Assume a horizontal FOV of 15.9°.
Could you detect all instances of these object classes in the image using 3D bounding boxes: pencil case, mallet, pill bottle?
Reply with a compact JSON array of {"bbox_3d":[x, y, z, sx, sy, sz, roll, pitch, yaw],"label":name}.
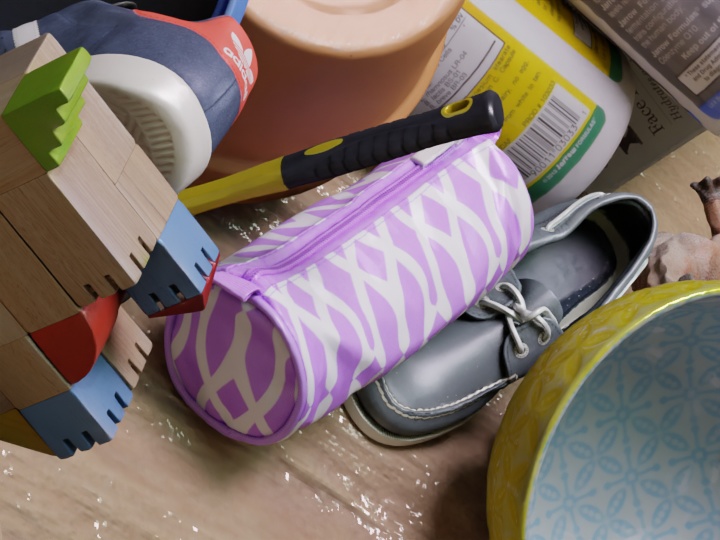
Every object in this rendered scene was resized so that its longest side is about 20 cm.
[{"bbox_3d":[0.000,0.000,1.125,0.084,0.086,0.200,31,41,19],"label":"pencil case"},{"bbox_3d":[-0.038,-0.031,1.043,0.041,0.200,0.066,60,31,-34],"label":"mallet"},{"bbox_3d":[0.032,-0.118,1.280,0.200,0.113,0.113,36,37,-26],"label":"pill bottle"},{"bbox_3d":[0.145,-0.171,1.281,0.200,0.114,0.114,42,34,-3],"label":"pill bottle"}]

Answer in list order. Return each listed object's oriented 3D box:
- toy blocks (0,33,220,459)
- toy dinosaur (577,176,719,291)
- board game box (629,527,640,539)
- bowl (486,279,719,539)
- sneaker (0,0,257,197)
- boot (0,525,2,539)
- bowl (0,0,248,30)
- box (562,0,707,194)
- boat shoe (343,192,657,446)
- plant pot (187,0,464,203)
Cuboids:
[{"bbox_3d":[-0.132,0.009,0.900,0.137,0.200,0.100,52,33,-25],"label":"toy blocks"},{"bbox_3d":[0.170,0.029,1.358,0.200,0.086,0.136,35,45,-55],"label":"toy dinosaur"},{"bbox_3d":[0.178,0.183,1.273,0.105,0.023,0.200,3,58,-48],"label":"board game box"},{"bbox_3d":[0.131,0.091,1.195,0.200,0.200,0.108,30,-1,-32],"label":"bowl"},{"bbox_3d":[-0.126,-0.064,0.963,0.085,0.200,0.075,-50,134,-45],"label":"sneaker"},{"bbox_3d":[-0.176,0.128,0.841,0.200,0.077,0.155,56,36,-10],"label":"boot"},{"bbox_3d":[-0.134,-0.137,1.017,0.201,0.200,0.039,58,13,7],"label":"bowl"},{"bbox_3d":[0.144,-0.170,1.452,0.199,0.131,0.200,53,33,-2],"label":"box"},{"bbox_3d":[0.069,0.015,1.217,0.200,0.062,0.073,-31,88,-40],"label":"boat shoe"},{"bbox_3d":[-0.036,-0.139,1.110,0.200,0.140,0.200,4,79,-22],"label":"plant pot"}]
